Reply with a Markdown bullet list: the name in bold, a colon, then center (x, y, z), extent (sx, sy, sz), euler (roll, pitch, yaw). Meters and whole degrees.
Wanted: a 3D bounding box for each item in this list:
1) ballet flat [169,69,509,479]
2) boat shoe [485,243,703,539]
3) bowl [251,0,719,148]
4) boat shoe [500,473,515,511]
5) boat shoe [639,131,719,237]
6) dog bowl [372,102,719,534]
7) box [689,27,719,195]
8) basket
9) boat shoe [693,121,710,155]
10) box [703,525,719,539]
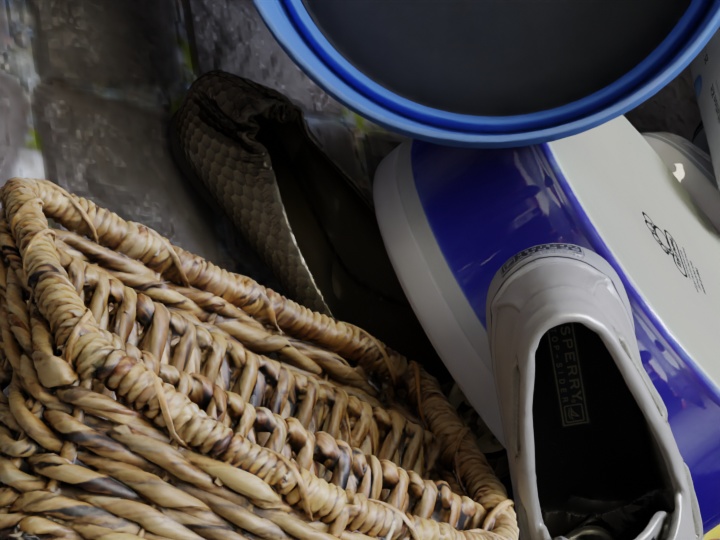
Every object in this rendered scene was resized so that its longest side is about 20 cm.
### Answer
- **ballet flat**: center (0.000, 0.000, 0.935), extent (0.200, 0.046, 0.067), euler (52, 49, 1)
- **boat shoe**: center (0.090, 0.090, 0.843), extent (0.066, 0.071, 0.201), euler (-92, 171, -68)
- **bowl**: center (0.050, -0.142, 0.874), extent (0.039, 0.199, 0.202), euler (49, 24, -79)
- **boat shoe**: center (0.101, 0.140, 0.952), extent (0.071, 0.091, 0.201), euler (-22, 87, -45)
- **boat shoe**: center (0.192, -0.008, 1.101), extent (0.200, 0.072, 0.069), euler (41, 68, -21)
- **dog bowl**: center (0.097, 0.013, 0.955), extent (0.200, 0.079, 0.200), euler (46, 19, -21)
- **box**: center (0.231, -0.089, 1.085), extent (0.155, 0.041, 0.201), euler (7, 39, -9)
- **basket**: center (-0.039, 0.062, 0.799), extent (0.199, 0.142, 0.150), euler (28, 73, -28)
- **boat shoe**: center (0.230, -0.089, 1.184), extent (0.199, 0.071, 0.091), euler (-12, 48, -29)
- **box**: center (0.203, 0.108, 1.051), extent (0.117, 0.048, 0.201), euler (43, 71, -22)
